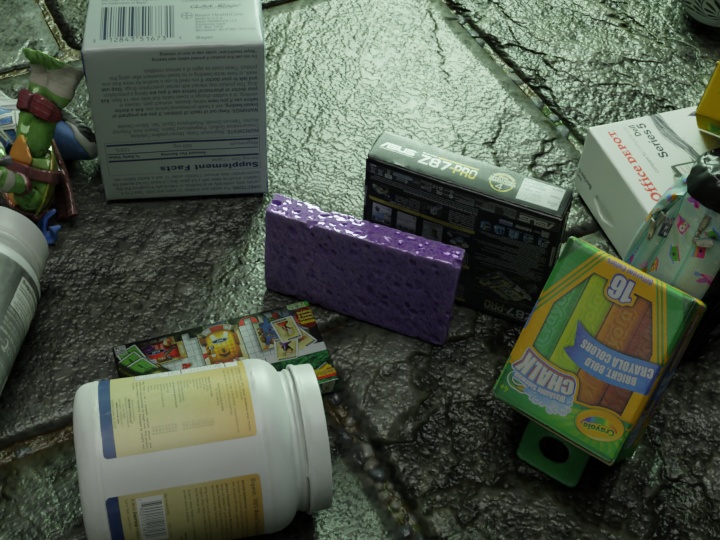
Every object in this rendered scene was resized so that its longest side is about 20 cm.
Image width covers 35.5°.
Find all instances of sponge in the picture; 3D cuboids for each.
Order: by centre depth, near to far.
[{"bbox_3d":[0.000,0.000,1.104,0.197,0.112,0.030,17,46,12],"label":"sponge"}]

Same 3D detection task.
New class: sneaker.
[{"bbox_3d":[-0.382,-0.149,1.255,0.197,0.076,0.078,15,65,14],"label":"sneaker"}]

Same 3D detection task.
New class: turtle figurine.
[{"bbox_3d":[-0.373,-0.136,1.146,0.198,0.144,0.196,22,90,0],"label":"turtle figurine"}]

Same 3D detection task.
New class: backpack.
[{"bbox_3d":[0.332,-0.018,1.087,0.166,0.202,0.127,-13,47,-43],"label":"backpack"}]

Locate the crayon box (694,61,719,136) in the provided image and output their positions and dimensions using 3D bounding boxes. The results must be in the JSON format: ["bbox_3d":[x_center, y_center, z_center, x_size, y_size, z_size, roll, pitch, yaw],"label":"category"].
[{"bbox_3d":[0.422,-0.141,1.111,0.171,0.059,0.200,22,9,16],"label":"crayon box"}]

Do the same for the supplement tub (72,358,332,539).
[{"bbox_3d":[-0.130,0.152,0.933,0.197,0.146,0.146,-7,48,-10],"label":"supplement tub"}]

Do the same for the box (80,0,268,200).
[{"bbox_3d":[-0.191,-0.185,1.201,0.181,0.202,0.106,-3,46,-6],"label":"box"}]

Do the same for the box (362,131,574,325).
[{"bbox_3d":[0.099,-0.037,1.111,0.198,0.163,0.049,18,47,15],"label":"box"}]

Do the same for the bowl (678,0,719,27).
[{"bbox_3d":[0.487,-0.389,1.506,0.197,0.095,0.202,2,47,-2],"label":"bowl"}]

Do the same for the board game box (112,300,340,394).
[{"bbox_3d":[-0.128,0.094,1.071,0.197,0.024,0.105,-14,52,-16],"label":"board game box"}]

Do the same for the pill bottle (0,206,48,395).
[{"bbox_3d":[-0.364,0.042,1.041,0.112,0.115,0.202,6,47,2],"label":"pill bottle"}]

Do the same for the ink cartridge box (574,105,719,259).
[{"bbox_3d":[0.358,-0.098,1.235,0.197,0.085,0.146,-13,50,-16],"label":"ink cartridge box"}]

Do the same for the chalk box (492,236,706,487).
[{"bbox_3d":[0.204,0.091,0.998,0.123,0.124,0.202,27,95,21],"label":"chalk box"}]
